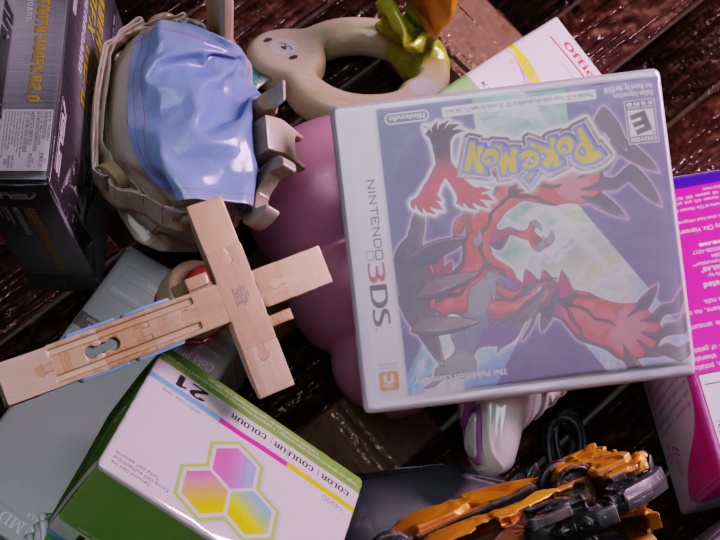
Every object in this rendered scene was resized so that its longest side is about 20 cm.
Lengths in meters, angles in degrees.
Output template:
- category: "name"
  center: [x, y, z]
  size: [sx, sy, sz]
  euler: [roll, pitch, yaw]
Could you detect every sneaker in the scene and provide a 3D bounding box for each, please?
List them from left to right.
- category: "sneaker"
  center: [0.121, 0.051, 0.847]
  size: [0.099, 0.075, 0.201]
  euler: [18, 49, 4]

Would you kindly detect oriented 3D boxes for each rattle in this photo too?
- category: "rattle"
  center: [-0.030, -0.172, 0.919]
  size: [0.198, 0.143, 0.131]
  euler: [8, 59, -1]

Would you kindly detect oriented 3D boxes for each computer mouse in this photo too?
- category: "computer mouse"
  center: [0.062, 0.134, 0.837]
  size: [0.198, 0.046, 0.142]
  euler: [6, 66, -6]

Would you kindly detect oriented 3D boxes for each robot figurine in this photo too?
- category: "robot figurine"
  center: [0.079, 0.154, 0.733]
  size: [0.198, 0.145, 0.059]
  euler: [-21, 92, -9]

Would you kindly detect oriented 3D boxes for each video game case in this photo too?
- category: "video game case"
  center: [0.090, -0.018, 0.774]
  size: [0.198, 0.023, 0.184]
  euler: [-7, 88, -1]

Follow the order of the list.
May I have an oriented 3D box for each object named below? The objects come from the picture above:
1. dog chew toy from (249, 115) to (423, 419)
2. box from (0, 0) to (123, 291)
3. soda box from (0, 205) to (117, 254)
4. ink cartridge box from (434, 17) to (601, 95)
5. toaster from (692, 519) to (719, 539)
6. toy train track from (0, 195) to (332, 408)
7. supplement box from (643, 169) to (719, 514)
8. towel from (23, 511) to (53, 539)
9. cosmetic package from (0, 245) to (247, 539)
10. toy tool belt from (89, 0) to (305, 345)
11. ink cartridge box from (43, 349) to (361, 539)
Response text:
- category: "dog chew toy"
  center: [0.000, 0.000, 0.868]
  size: [0.124, 0.125, 0.202]
  euler: [-17, 76, -8]
- category: "box"
  center: [-0.191, -0.108, 0.818]
  size: [0.048, 0.159, 0.202]
  euler: [0, 66, 1]
- category: "soda box"
  center: [-0.221, -0.070, 0.922]
  size: [0.199, 0.063, 0.071]
  euler: [-21, 69, -10]
- category: "ink cartridge box"
  center: [0.119, -0.092, 0.877]
  size: [0.117, 0.067, 0.200]
  euler: [52, 46, 0]
- category: "toaster"
  center: [0.230, 0.210, 0.772]
  size: [0.199, 0.129, 0.114]
  euler: [-36, 71, -14]
- category: "toy train track"
  center: [-0.109, 0.031, 0.728]
  size: [0.199, 0.032, 0.116]
  euler: [-21, 88, -28]
- category: "supplement box"
  center: [0.240, 0.045, 0.858]
  size: [0.102, 0.101, 0.202]
  euler: [-9, 68, -5]
- category: "towel"
  center: [-0.106, 0.226, 0.764]
  size: [0.199, 0.031, 0.151]
  euler: [14, 63, -35]
- category: "cosmetic package"
  center: [-0.162, 0.100, 0.838]
  size: [0.106, 0.090, 0.201]
  euler: [29, 67, 7]
- category: "toy tool belt"
  center: [-0.096, -0.069, 0.790]
  size: [0.124, 0.123, 0.202]
  euler: [3, 64, -34]
- category: "ink cartridge box"
  center: [-0.096, 0.161, 0.700]
  size: [0.147, 0.076, 0.201]
  euler: [35, 35, -10]
